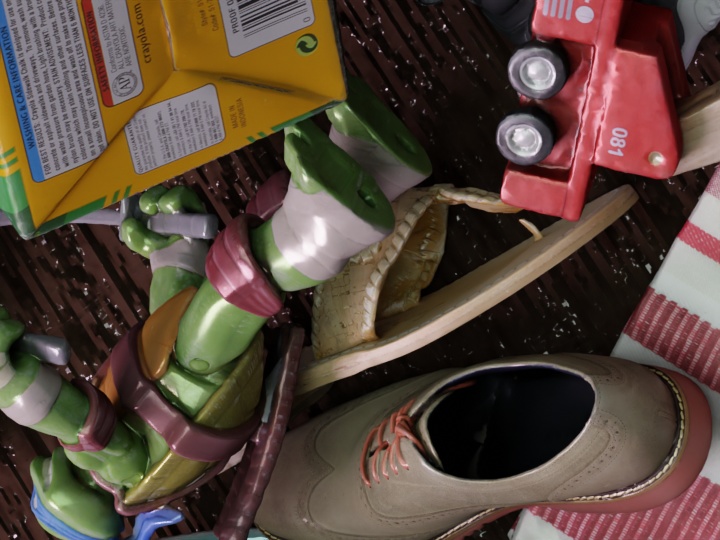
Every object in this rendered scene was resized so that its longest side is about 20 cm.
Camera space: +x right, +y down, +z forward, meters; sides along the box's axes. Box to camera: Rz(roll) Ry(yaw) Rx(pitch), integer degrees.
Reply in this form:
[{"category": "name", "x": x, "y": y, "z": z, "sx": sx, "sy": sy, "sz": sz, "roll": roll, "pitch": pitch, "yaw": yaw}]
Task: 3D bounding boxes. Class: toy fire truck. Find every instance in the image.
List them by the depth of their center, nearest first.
[{"category": "toy fire truck", "x": 0.121, "y": -0.057, "z": 0.944, "sx": 0.141, "sy": 0.049, "sz": 0.200, "roll": 13, "pitch": 120, "yaw": 7}]

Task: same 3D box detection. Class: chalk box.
[{"category": "chalk box", "x": -0.109, "y": -0.129, "z": 0.942, "sx": 0.200, "sy": 0.124, "sz": 0.125, "roll": 46, "pitch": 155, "yaw": 46}]

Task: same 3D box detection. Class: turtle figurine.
[{"category": "turtle figurine", "x": -0.083, "y": -0.005, "z": 0.997, "sx": 0.194, "sy": 0.144, "sz": 0.200, "roll": -41, "pitch": 62, "yaw": 22}]

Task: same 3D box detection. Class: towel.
[{"category": "towel", "x": 0.157, "y": 0.059, "z": 1.027, "sx": 0.144, "sy": 0.023, "sz": 0.200, "roll": 32, "pitch": 107, "yaw": 12}]

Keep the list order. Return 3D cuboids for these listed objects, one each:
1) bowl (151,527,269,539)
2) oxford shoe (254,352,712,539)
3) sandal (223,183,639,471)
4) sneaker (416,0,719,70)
[{"category": "bowl", "x": -0.044, "y": 0.190, "z": 1.037, "sx": 0.200, "sy": 0.201, "sz": 0.105, "roll": 6, "pitch": 116, "yaw": 20}, {"category": "oxford shoe", "x": 0.027, "y": 0.062, "z": 1.029, "sx": 0.200, "sy": 0.075, "sz": 0.071, "roll": -17, "pitch": 65, "yaw": 33}, {"category": "sandal", "x": -0.002, "y": 0.002, "z": 1.047, "sx": 0.212, "sy": 0.078, "sz": 0.070, "roll": -33, "pitch": 94, "yaw": 25}, {"category": "sneaker", "x": 0.093, "y": -0.148, "z": 0.968, "sx": 0.114, "sy": 0.076, "sz": 0.200, "roll": 26, "pitch": 123, "yaw": -7}]
